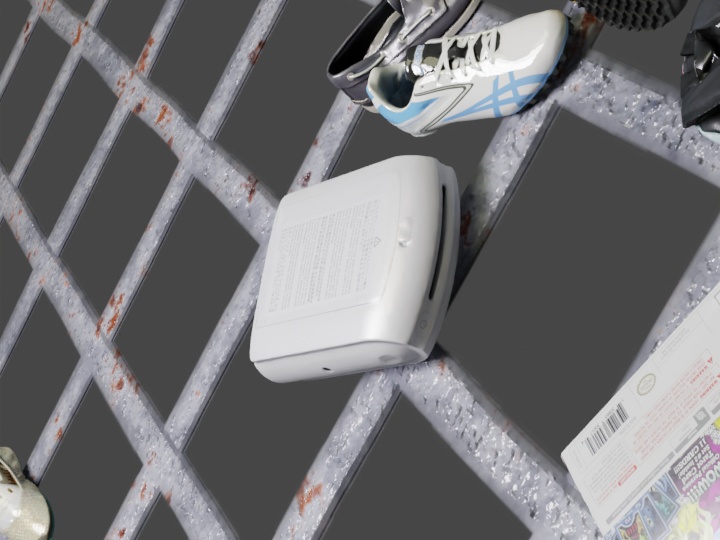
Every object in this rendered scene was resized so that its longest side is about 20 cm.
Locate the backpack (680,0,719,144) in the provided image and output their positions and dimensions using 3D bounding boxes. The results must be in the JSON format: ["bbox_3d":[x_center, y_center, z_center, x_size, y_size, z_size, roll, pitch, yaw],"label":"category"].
[{"bbox_3d":[0.268,-0.111,0.705,0.199,0.126,0.168,-15,48,51],"label":"backpack"}]

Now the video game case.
[{"bbox_3d":[0.215,0.103,0.734,0.201,0.036,0.182,-52,36,22],"label":"video game case"}]

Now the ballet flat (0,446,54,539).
[{"bbox_3d":[-0.400,0.254,1.490,0.200,0.062,0.068,30,96,56],"label":"ballet flat"}]

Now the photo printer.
[{"bbox_3d":[0.000,0.000,1.066,0.199,0.069,0.168,-15,59,50],"label":"photo printer"}]

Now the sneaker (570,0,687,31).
[{"bbox_3d":[0.171,-0.240,0.968,0.090,0.070,0.199,-48,41,-11],"label":"sneaker"}]

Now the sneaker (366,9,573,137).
[{"bbox_3d":[0.082,-0.156,1.041,0.199,0.072,0.073,-17,56,48],"label":"sneaker"}]

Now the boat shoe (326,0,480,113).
[{"bbox_3d":[0.044,-0.226,1.140,0.200,0.062,0.073,-51,36,23],"label":"boat shoe"}]
